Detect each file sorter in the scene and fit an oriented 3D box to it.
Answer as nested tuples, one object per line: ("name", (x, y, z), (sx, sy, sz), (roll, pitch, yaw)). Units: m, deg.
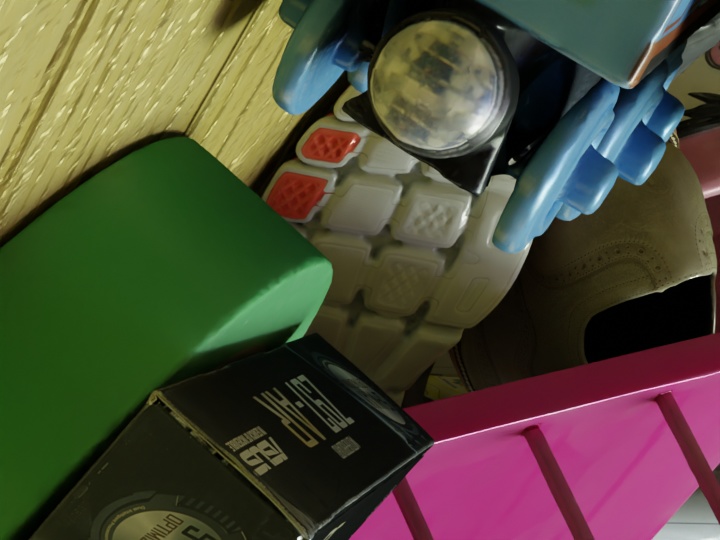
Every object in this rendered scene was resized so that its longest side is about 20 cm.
("file sorter", (0.047, 0.118, 0.789), (0.200, 0.125, 0.139), (-12, 153, -28))

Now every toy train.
("toy train", (0.050, -0.076, 0.637), (0.114, 0.087, 0.200), (-59, 173, 17))

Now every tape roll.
("tape roll", (-0.090, 0.058, 0.653), (0.200, 0.048, 0.200), (-47, 174, -6))

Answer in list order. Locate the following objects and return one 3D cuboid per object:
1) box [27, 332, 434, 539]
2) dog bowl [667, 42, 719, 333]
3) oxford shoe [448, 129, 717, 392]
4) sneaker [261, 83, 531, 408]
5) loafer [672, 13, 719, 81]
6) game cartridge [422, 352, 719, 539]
("box", (-0.074, 0.105, 0.622), (0.200, 0.044, 0.160), (-49, 174, 8))
("dog bowl", (0.108, -0.017, 0.979), (0.200, 0.074, 0.200), (-16, 152, -9))
("oxford shoe", (0.072, 0.022, 0.864), (0.071, 0.074, 0.200), (-21, 155, -10))
("sneaker", (0.000, 0.000, 0.831), (0.082, 0.077, 0.200), (-77, -171, -56))
("loafer", (0.077, -0.086, 0.844), (0.201, 0.068, 0.070), (-45, -178, 32))
("game cartridge", (0.044, 0.067, 1.040), (0.200, 0.133, 0.041), (-149, -119, -66))
